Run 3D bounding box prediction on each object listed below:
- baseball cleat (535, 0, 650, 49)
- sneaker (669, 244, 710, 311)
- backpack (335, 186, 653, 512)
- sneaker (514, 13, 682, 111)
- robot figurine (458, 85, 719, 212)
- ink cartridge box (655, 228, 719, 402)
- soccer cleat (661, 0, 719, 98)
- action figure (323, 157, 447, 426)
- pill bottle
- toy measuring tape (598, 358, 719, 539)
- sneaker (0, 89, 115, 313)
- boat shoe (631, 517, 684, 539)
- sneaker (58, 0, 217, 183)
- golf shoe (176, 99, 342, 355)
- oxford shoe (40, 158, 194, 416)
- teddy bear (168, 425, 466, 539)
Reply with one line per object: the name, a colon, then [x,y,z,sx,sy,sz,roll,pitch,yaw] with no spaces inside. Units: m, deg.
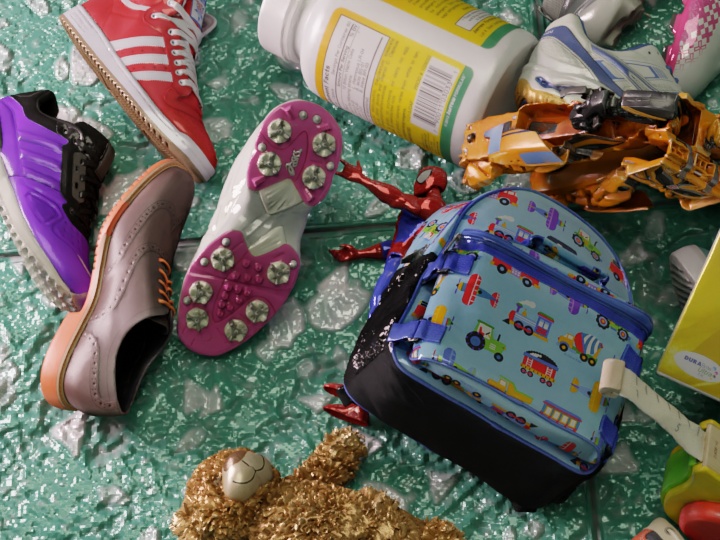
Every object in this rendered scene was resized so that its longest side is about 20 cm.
baseball cleat: [0.212,-0.271,1.309,0.106,0.070,0.200,37,88,12]
sneaker: [0.294,0.054,1.158,0.082,0.074,0.200,-32,75,-12]
backpack: [0.107,0.033,1.136,0.182,0.135,0.200,32,58,-6]
sneaker: [0.215,-0.120,1.225,0.199,0.075,0.088,25,74,-7]
robot figurine: [0.171,-0.076,1.148,0.200,0.145,0.059,-3,70,49]
ink cartridge box: [0.317,0.014,1.066,0.197,0.047,0.201,24,106,11]
soccer cleat: [0.295,-0.205,1.293,0.086,0.070,0.201,20,65,17]
action figure: [0.000,0.000,1.215,0.099,0.065,0.201,23,66,7]
pill bottle: [0.026,-0.165,1.275,0.199,0.113,0.113,27,68,19]
toy measuring tape: [0.204,0.123,1.089,0.074,0.200,0.074,-39,30,28]
sneaker: [-0.226,-0.063,1.271,0.099,0.070,0.201,-26,63,-11]
boat shoe: [0.240,0.239,1.066,0.063,0.071,0.200,-40,61,-18]
sneaker: [-0.141,-0.163,1.315,0.112,0.071,0.200,-35,62,-9]
golf shoe: [-0.075,-0.033,1.228,0.075,0.092,0.201,26,99,-15]
oxford shoe: [-0.155,0.015,1.216,0.072,0.071,0.201,12,73,30]
teddy bear: [-0.027,0.172,1.127,0.200,0.067,0.145,39,70,22]
